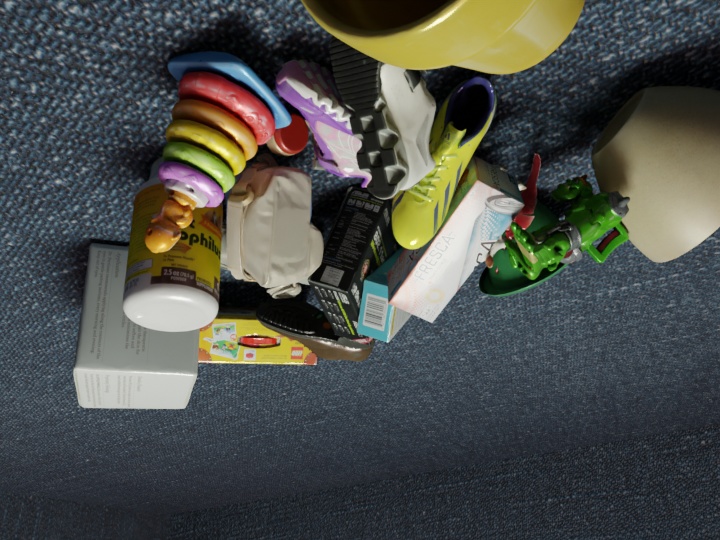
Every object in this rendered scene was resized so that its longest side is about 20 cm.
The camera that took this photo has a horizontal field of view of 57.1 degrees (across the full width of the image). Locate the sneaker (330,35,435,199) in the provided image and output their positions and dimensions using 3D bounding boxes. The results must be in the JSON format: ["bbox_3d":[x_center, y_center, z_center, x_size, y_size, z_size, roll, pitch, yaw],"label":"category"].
[{"bbox_3d":[0.030,-0.181,0.653,0.088,0.202,0.074,-26,-155,-36],"label":"sneaker"}]

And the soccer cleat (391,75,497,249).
[{"bbox_3d":[0.087,-0.120,0.715,0.064,0.202,0.084,27,175,4],"label":"soccer cleat"}]

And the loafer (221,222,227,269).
[{"bbox_3d":[-0.163,-0.026,0.890,0.198,0.071,0.070,14,-165,26],"label":"loafer"}]

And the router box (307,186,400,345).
[{"bbox_3d":[0.000,0.000,0.950,0.061,0.151,0.200,15,157,17],"label":"router box"}]

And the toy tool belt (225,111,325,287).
[{"bbox_3d":[-0.118,-0.084,0.794,0.124,0.203,0.122,-4,-171,-42],"label":"toy tool belt"}]

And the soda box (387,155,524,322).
[{"bbox_3d":[0.107,-0.033,0.791,0.068,0.064,0.201,23,125,-16],"label":"soda box"}]

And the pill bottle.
[{"bbox_3d":[-0.223,-0.037,0.801,0.108,0.202,0.110,-3,153,-2],"label":"pill bottle"}]

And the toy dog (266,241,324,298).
[{"bbox_3d":[-0.082,-0.025,0.995,0.130,0.098,0.200,-4,167,-6],"label":"toy dog"}]

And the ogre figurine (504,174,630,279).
[{"bbox_3d":[0.237,-0.043,0.767,0.119,0.099,0.200,-30,157,2],"label":"ogre figurine"}]

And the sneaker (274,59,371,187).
[{"bbox_3d":[-0.024,-0.150,0.729,0.088,0.081,0.199,-38,140,24],"label":"sneaker"}]

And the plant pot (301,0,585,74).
[{"bbox_3d":[0.079,-0.239,0.493,0.200,0.203,0.188,-25,162,34],"label":"plant pot"}]

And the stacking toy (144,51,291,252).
[{"bbox_3d":[-0.162,-0.107,0.667,0.115,0.202,0.110,10,161,32],"label":"stacking toy"}]

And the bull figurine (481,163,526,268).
[{"bbox_3d":[0.128,-0.089,0.833,0.199,0.065,0.122,28,112,-21],"label":"bull figurine"}]

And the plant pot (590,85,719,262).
[{"bbox_3d":[0.346,-0.130,0.757,0.134,0.201,0.201,35,147,1],"label":"plant pot"}]

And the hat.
[{"bbox_3d":[0.212,-0.085,0.943,0.199,0.166,0.177,-25,111,34],"label":"hat"}]

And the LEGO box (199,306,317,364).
[{"bbox_3d":[-0.182,0.111,1.154,0.197,0.078,0.149,3,-177,-13],"label":"LEGO box"}]

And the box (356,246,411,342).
[{"bbox_3d":[0.058,0.023,0.960,0.049,0.200,0.083,15,113,17],"label":"box"}]

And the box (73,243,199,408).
[{"bbox_3d":[-0.344,0.095,1.035,0.169,0.201,0.200,5,153,-18],"label":"box"}]

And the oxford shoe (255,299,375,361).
[{"bbox_3d":[-0.076,0.105,1.064,0.198,0.073,0.085,18,132,5],"label":"oxford shoe"}]
